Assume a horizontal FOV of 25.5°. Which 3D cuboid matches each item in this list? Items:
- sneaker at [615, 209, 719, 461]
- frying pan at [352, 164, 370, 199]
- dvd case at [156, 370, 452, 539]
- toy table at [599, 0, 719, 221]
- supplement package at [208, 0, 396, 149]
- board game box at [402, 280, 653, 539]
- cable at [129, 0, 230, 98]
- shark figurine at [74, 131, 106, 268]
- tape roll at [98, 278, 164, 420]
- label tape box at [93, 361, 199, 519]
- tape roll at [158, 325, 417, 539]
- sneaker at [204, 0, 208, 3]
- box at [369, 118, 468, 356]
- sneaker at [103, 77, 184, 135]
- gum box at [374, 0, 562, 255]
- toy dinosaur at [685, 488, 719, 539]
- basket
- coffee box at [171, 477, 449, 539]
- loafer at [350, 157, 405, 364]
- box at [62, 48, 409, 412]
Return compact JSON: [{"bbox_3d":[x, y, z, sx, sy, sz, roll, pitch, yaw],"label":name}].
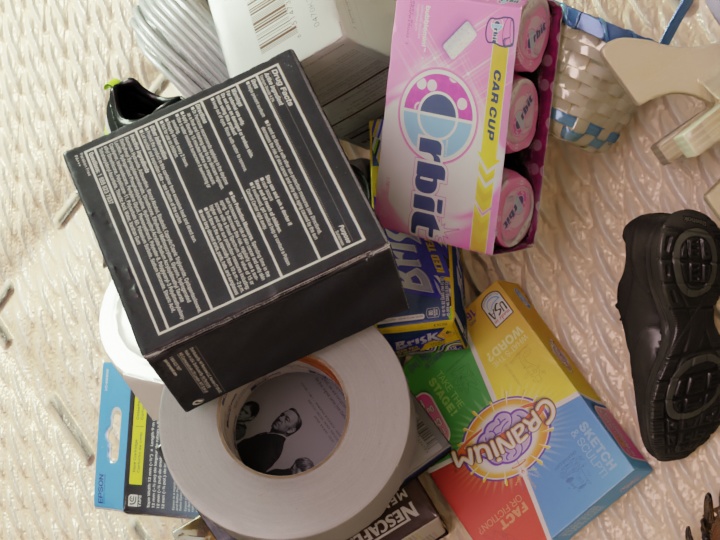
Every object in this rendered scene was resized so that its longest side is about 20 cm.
[{"bbox_3d":[0.240,0.049,1.243,0.091,0.076,0.200,-162,72,-66],"label":"sneaker"},{"bbox_3d":[-0.049,-0.011,1.354,0.115,0.031,0.190,0,61,36],"label":"frying pan"},{"bbox_3d":[-0.047,0.148,1.310,0.200,0.025,0.150,-35,68,-5],"label":"dvd case"},{"bbox_3d":[0.278,-0.120,1.175,0.117,0.184,0.200,-37,78,4],"label":"toy table"},{"bbox_3d":[-0.018,-0.196,1.358,0.117,0.200,0.117,-28,69,26],"label":"supplement package"},{"bbox_3d":[0.123,0.132,1.318,0.153,0.040,0.200,-45,63,20],"label":"board game box"},{"bbox_3d":[-0.124,-0.174,1.429,0.069,0.200,0.200,-42,92,4],"label":"cable"},{"bbox_3d":[-0.190,-0.082,1.514,0.128,0.214,0.090,-10,118,3],"label":"shark figurine"},{"bbox_3d":[-0.130,0.040,1.417,0.202,0.071,0.202,-11,48,13],"label":"tape roll"},{"bbox_3d":[-0.150,0.158,1.474,0.200,0.066,0.143,-1,83,33],"label":"label tape box"},{"bbox_3d":[-0.057,0.121,1.270,0.200,0.066,0.200,-2,71,6],"label":"tape roll"},{"bbox_3d":[-0.062,-0.278,1.488,0.200,0.074,0.087,-2,69,29],"label":"sneaker"},{"bbox_3d":[0.048,-0.032,1.337,0.070,0.064,0.200,-7,63,12],"label":"box"},{"bbox_3d":[-0.164,-0.109,1.407,0.200,0.072,0.083,31,142,29],"label":"sneaker"},{"bbox_3d":[0.083,-0.123,1.226,0.113,0.066,0.200,15,107,35],"label":"gum box"},{"bbox_3d":[0.322,0.173,1.165,0.136,0.086,0.200,40,99,37],"label":"toy dinosaur"},{"bbox_3d":[0.172,-0.210,1.275,0.176,0.139,0.200,33,109,30],"label":"basket"},{"bbox_3d":[-0.040,0.221,1.338,0.200,0.080,0.113,-31,68,-3],"label":"coffee box"},{"bbox_3d":[0.000,0.000,1.403,0.070,0.070,0.200,-20,65,34],"label":"loafer"},{"bbox_3d":[-0.094,-0.030,1.232,0.198,0.123,0.200,-25,63,-1],"label":"box"}]
